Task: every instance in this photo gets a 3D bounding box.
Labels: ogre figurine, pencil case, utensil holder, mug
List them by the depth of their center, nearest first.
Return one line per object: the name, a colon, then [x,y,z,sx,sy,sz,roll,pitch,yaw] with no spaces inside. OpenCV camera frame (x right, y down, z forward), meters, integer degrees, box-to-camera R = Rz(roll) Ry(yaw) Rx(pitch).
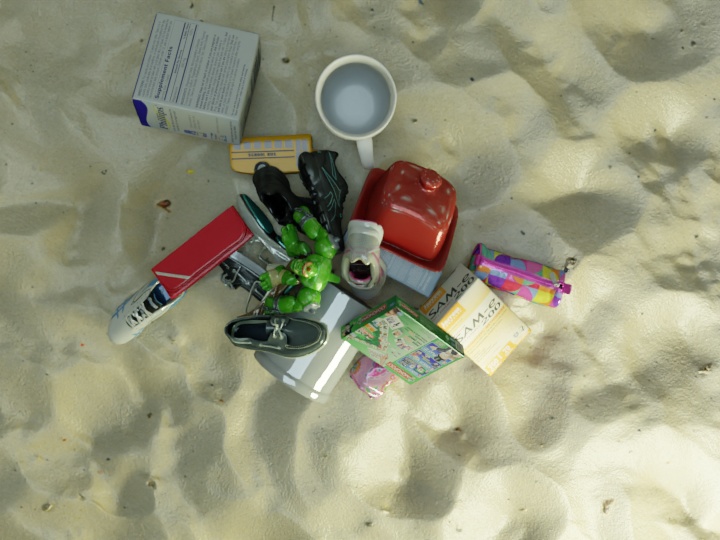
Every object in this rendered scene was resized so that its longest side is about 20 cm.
ogre figurine: [-0.103,-0.008,1.485,0.119,0.098,0.201,17,69,36]
mug: [-0.005,-0.290,1.540,0.146,0.175,0.202,-13,95,0]
utensil holder: [-0.082,0.123,1.579,0.169,0.170,0.201,33,91,-4]
pencil case: [0.310,0.011,1.621,0.198,0.088,0.089,16,94,-2]
pencil case: [0.069,0.167,1.629,0.200,0.087,0.087,-45,94,3]

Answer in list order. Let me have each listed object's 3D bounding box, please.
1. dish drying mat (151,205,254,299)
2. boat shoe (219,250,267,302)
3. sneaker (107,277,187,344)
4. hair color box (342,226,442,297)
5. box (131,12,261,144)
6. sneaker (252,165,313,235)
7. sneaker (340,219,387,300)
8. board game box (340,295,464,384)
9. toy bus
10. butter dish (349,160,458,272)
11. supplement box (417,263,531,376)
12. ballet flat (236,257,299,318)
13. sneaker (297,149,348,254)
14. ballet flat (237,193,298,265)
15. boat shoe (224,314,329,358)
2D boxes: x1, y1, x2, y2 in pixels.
dish drying mat: [-0.301,-0.034,1.565,0.199,0.018,0.077,-38,76,2]
boat shoe: [-0.239,0.008,1.610,0.199,0.074,0.068,35,79,-13]
sneaker: [-0.421,0.071,1.611,0.200,0.072,0.072,-41,96,3]
hair color box: [0.056,-0.024,1.602,0.199,0.099,0.061,29,95,-3]
box: [-0.301,-0.356,1.536,0.198,0.105,0.186,12,72,-3]
sneaker: [-0.129,-0.109,1.571,0.199,0.091,0.076,36,117,-30]
sneaker: [0.000,0.000,1.495,0.081,0.201,0.089,7,54,12]
board game box: [0.079,0.132,1.512,0.134,0.029,0.200,-31,130,30]
toy bus: [-0.151,-0.221,1.598,0.198,0.065,0.079,-3,93,-1]
butter dish: [0.105,-0.129,1.533,0.199,0.148,0.200,25,49,-6]
supplement box: [0.222,0.097,1.586,0.126,0.074,0.200,-48,125,3]
ballet flat: [-0.166,0.034,1.570,0.072,0.068,0.201,38,92,1]
sneaker: [-0.054,-0.131,1.533,0.079,0.075,0.202,-15,89,-21]
ballet flat: [-0.187,-0.058,1.614,0.069,0.069,0.200,-42,98,2]
boat shoe: [-0.155,0.115,1.484,0.198,0.062,0.073,1,73,23]
